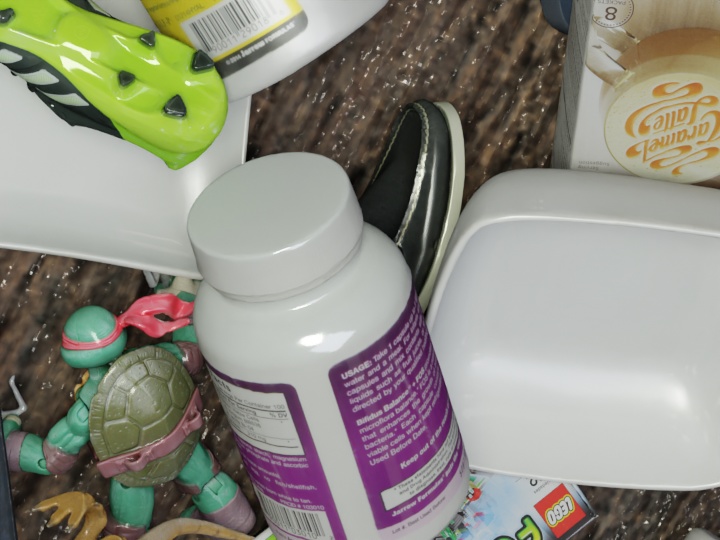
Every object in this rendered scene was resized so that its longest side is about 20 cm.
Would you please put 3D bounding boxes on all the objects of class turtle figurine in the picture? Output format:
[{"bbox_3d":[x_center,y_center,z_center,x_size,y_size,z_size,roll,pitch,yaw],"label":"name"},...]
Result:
[{"bbox_3d":[-0.126,0.075,1.372,0.149,0.101,0.200,-28,121,-14],"label":"turtle figurine"}]

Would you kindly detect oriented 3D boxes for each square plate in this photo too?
[{"bbox_3d":[-0.147,-0.104,1.314,0.199,0.028,0.199,9,83,-26],"label":"square plate"}]

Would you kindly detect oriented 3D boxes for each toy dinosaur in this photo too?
[{"bbox_3d":[-0.126,0.156,1.309,0.200,0.060,0.106,-54,153,-41],"label":"toy dinosaur"}]

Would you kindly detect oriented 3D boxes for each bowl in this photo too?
[{"bbox_3d":[0.129,0.024,1.399,0.199,0.075,0.200,5,134,-7],"label":"bowl"}]

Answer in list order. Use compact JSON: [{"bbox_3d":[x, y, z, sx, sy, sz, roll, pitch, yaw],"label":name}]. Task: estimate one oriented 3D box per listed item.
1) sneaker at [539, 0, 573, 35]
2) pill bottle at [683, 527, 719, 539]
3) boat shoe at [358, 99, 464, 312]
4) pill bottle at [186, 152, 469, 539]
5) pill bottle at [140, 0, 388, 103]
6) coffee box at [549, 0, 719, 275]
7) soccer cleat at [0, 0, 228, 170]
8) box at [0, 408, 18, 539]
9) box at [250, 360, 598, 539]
[{"bbox_3d":[0.200,-0.154,1.448,0.199,0.082,0.070,-6,108,-22],"label":"sneaker"},{"bbox_3d":[0.189,0.264,1.557,0.114,0.114,0.200,33,91,-29],"label":"pill bottle"},{"bbox_3d":[0.000,0.000,1.414,0.067,0.072,0.201,17,102,-28],"label":"boat shoe"},{"bbox_3d":[-0.019,0.044,1.317,0.112,0.112,0.200,-28,127,-14],"label":"pill bottle"},{"bbox_3d":[-0.079,-0.190,1.275,0.111,0.111,0.200,-34,103,-11],"label":"pill bottle"},{"bbox_3d":[0.167,-0.099,1.400,0.114,0.080,0.201,2,128,-2],"label":"coffee box"},{"bbox_3d":[-0.155,-0.112,1.261,0.200,0.081,0.068,34,64,1],"label":"soccer cleat"},{"bbox_3d":[-0.240,0.091,1.292,0.107,0.148,0.201,-12,110,-21],"label":"box"},{"bbox_3d":[0.023,0.151,1.445,0.200,0.035,0.110,-37,89,-23],"label":"box"}]
